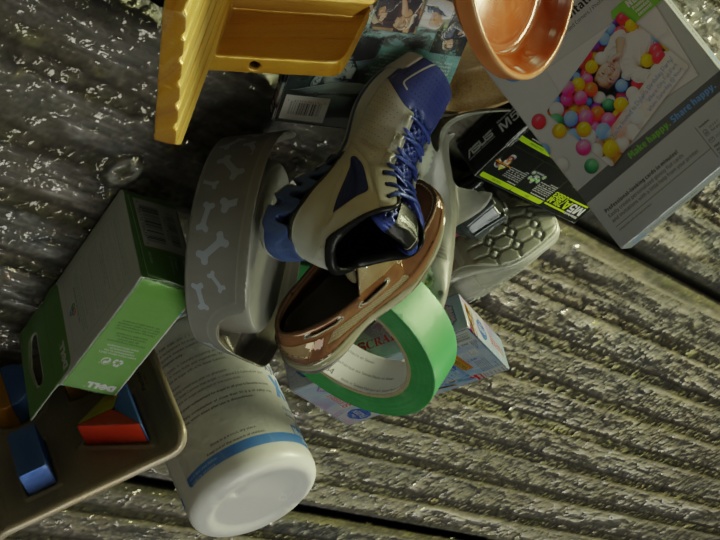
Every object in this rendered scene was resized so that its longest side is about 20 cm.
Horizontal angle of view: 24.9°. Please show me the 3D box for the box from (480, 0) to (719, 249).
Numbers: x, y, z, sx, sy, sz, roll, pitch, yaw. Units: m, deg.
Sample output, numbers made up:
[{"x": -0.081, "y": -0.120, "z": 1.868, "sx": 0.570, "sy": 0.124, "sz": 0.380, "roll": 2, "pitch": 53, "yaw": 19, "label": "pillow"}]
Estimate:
[{"x": 0.219, "y": -0.145, "z": 1.358, "sx": 0.156, "sy": 0.201, "sz": 0.041, "roll": -40, "pitch": 167, "yaw": 19, "label": "box"}]

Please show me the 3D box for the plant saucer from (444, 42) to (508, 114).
[{"x": 0.119, "y": -0.217, "z": 1.400, "sx": 0.198, "sy": 0.036, "sz": 0.201, "roll": -21, "pitch": 148, "yaw": -13, "label": "plant saucer"}]

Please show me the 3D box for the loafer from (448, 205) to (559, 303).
[{"x": 0.115, "y": -0.006, "z": 1.687, "sx": 0.198, "sy": 0.071, "sz": 0.070, "roll": -24, "pitch": 155, "yaw": 8, "label": "loafer"}]

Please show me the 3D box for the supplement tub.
[{"x": -0.135, "y": 0.138, "z": 1.560, "sx": 0.131, "sy": 0.201, "sz": 0.133, "roll": -20, "pitch": 149, "yaw": -12, "label": "supplement tub"}]

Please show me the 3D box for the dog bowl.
[{"x": -0.097, "y": -0.022, "z": 1.380, "sx": 0.058, "sy": 0.202, "sz": 0.201, "roll": 7, "pitch": 150, "yaw": 10, "label": "dog bowl"}]

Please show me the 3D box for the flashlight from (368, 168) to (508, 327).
[{"x": 0.055, "y": -0.016, "z": 1.610, "sx": 0.199, "sy": 0.068, "sz": 0.068, "roll": -34, "pitch": 116, "yaw": 18, "label": "flashlight"}]

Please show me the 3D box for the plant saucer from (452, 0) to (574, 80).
[{"x": 0.113, "y": -0.247, "z": 1.238, "sx": 0.032, "sy": 0.203, "sz": 0.200, "roll": 3, "pitch": 165, "yaw": 31, "label": "plant saucer"}]

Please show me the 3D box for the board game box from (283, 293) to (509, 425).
[{"x": 0.042, "y": 0.099, "z": 1.736, "sx": 0.197, "sy": 0.042, "sz": 0.200, "roll": -20, "pitch": 159, "yaw": 11, "label": "board game box"}]

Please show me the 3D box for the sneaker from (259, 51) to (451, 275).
[{"x": 0.022, "y": -0.067, "z": 1.298, "sx": 0.200, "sy": 0.115, "sz": 0.081, "roll": -51, "pitch": 138, "yaw": -11, "label": "sneaker"}]

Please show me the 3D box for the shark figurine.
[{"x": 0.086, "y": -0.078, "z": 1.515, "sx": 0.088, "sy": 0.129, "sz": 0.217, "roll": -3, "pitch": 125, "yaw": -14, "label": "shark figurine"}]

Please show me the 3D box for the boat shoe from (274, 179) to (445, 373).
[{"x": 0.000, "y": 0.000, "z": 1.403, "sx": 0.201, "sy": 0.075, "sz": 0.072, "roll": -52, "pitch": 153, "yaw": -10, "label": "boat shoe"}]

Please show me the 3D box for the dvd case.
[{"x": 0.019, "y": -0.195, "z": 1.315, "sx": 0.144, "sy": 0.022, "sz": 0.201, "roll": 4, "pitch": 132, "yaw": -19, "label": "dvd case"}]

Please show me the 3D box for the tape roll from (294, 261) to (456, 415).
[{"x": -0.005, "y": 0.052, "z": 1.550, "sx": 0.048, "sy": 0.199, "sz": 0.201, "roll": -53, "pitch": 164, "yaw": -33, "label": "tape roll"}]

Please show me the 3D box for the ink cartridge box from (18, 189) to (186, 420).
[{"x": -0.224, "y": 0.037, "z": 1.426, "sx": 0.059, "sy": 0.105, "sz": 0.200, "roll": 16, "pitch": 129, "yaw": -35, "label": "ink cartridge box"}]

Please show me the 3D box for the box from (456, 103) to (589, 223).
[{"x": 0.220, "y": -0.143, "z": 1.584, "sx": 0.193, "sy": 0.048, "sz": 0.199, "roll": -41, "pitch": 147, "yaw": 23, "label": "box"}]

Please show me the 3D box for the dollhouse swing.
[{"x": -0.051, "y": -0.192, "z": 1.143, "sx": 0.179, "sy": 0.177, "sz": 0.201, "roll": 3, "pitch": 142, "yaw": -10, "label": "dollhouse swing"}]

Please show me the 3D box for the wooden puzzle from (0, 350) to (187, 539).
[{"x": -0.268, "y": 0.129, "z": 1.462, "sx": 0.198, "sy": 0.186, "sz": 0.047, "roll": -28, "pitch": 135, "yaw": -3, "label": "wooden puzzle"}]
